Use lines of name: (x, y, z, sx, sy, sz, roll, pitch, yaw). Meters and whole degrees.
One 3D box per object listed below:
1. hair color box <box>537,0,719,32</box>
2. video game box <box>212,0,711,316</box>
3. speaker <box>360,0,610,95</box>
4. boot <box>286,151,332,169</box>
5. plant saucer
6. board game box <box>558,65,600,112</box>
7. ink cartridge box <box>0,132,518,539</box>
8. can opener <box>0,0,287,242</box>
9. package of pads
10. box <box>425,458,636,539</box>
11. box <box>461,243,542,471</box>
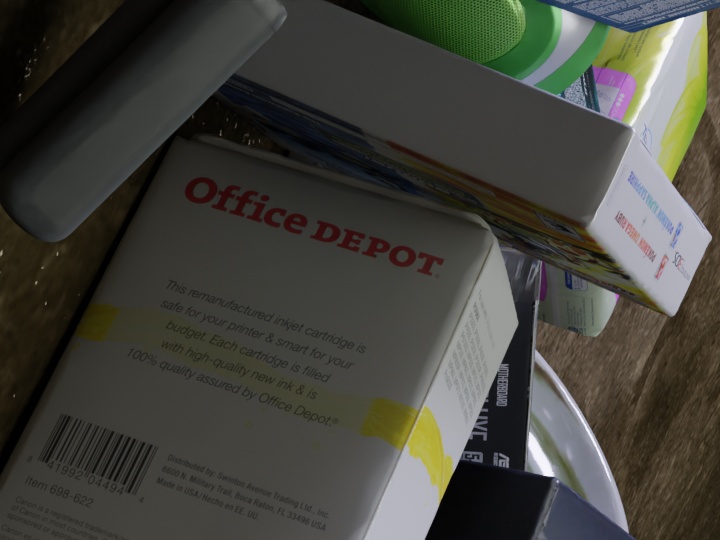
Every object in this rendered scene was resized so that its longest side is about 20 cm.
hair color box: (0.083, -0.149, 0.789, 0.200, 0.060, 0.101, 2, 74, -67)
video game box: (0.029, -0.052, 0.875, 0.047, 0.199, 0.182, -65, 159, -1)
speaker: (0.018, -0.147, 0.845, 0.200, 0.088, 0.089, 44, 63, -41)
boot: (0.000, 0.000, 0.989, 0.200, 0.095, 0.074, -59, 156, -33)
plant saucer: (0.070, 0.105, 1.210, 0.050, 0.201, 0.200, -35, 175, 25)
board game box: (0.076, -0.149, 1.032, 0.135, 0.028, 0.201, 40, 40, -65)
ink cartridge box: (-0.041, 0.064, 0.860, 0.201, 0.144, 0.084, -64, 159, -21)
can opener: (-0.056, -0.098, 0.741, 0.200, 0.053, 0.066, -48, 121, 2)
package of pads: (0.154, -0.084, 1.370, 0.155, 0.068, 0.201, 77, 34, -56)
box: (0.045, 0.167, 1.002, 0.197, 0.199, 0.118, 39, 68, -42)
box: (0.063, -0.012, 1.113, 0.201, 0.049, 0.158, -85, 177, -52)
